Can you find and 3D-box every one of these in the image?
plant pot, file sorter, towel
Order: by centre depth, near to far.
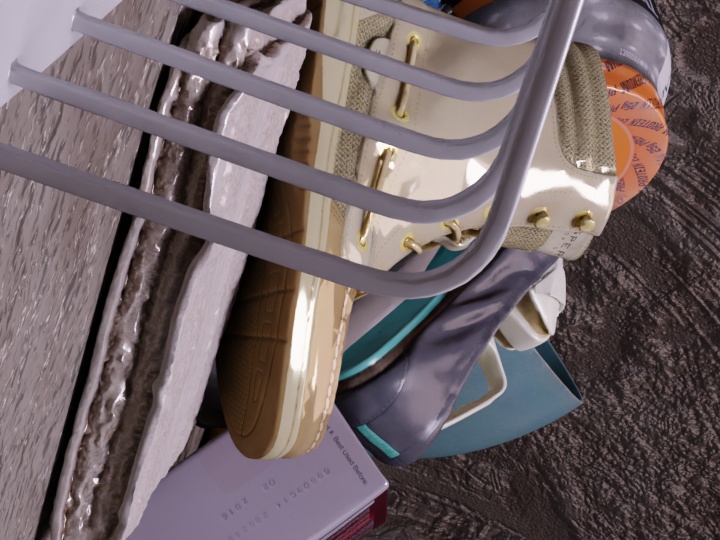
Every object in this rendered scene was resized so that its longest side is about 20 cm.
[{"bbox_3d":[-0.005,-0.097,0.500,0.200,0.124,0.140,-65,173,-68],"label":"file sorter"},{"bbox_3d":[-0.061,-0.002,0.828,0.133,0.034,0.201,-59,166,-73],"label":"towel"},{"bbox_3d":[0.028,0.040,1.454,0.134,0.201,0.200,-36,-179,7],"label":"plant pot"}]

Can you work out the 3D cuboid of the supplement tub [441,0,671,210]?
[{"bbox_3d":[0.075,-0.125,1.093,0.123,0.122,0.201,104,-21,-49],"label":"supplement tub"}]

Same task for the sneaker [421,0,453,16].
[{"bbox_3d":[0.014,-0.110,1.011,0.078,0.089,0.201,94,13,-77],"label":"sneaker"}]

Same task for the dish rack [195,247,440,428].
[{"bbox_3d":[0.000,0.000,1.116,0.200,0.043,0.173,6,102,-63],"label":"dish rack"}]

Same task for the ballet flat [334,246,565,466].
[{"bbox_3d":[0.052,0.022,1.092,0.200,0.073,0.073,-48,161,-41],"label":"ballet flat"}]

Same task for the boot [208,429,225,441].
[{"bbox_3d":[-0.054,0.111,1.214,0.144,0.070,0.202,-67,177,-63],"label":"boot"}]

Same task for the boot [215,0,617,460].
[{"bbox_3d":[0.025,-0.014,0.929,0.073,0.155,0.201,-15,-115,57],"label":"boot"}]

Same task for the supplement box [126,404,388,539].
[{"bbox_3d":[-0.046,0.109,1.016,0.109,0.061,0.200,-35,171,-7],"label":"supplement box"}]
